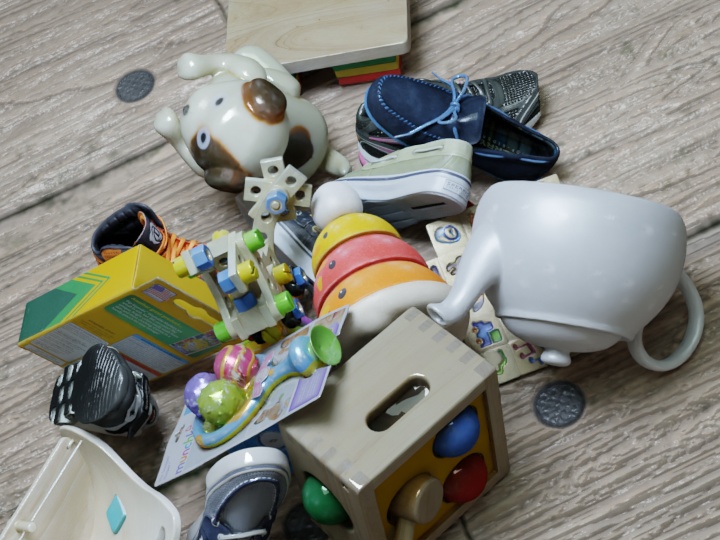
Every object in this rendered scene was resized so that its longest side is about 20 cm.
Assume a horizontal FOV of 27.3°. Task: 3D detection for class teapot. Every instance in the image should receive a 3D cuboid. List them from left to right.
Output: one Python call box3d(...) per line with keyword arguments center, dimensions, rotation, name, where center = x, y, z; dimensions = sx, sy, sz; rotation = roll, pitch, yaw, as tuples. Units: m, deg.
box3d(center=(0.185, 0.011, 1.278), dimensions=(0.199, 0.197, 0.147), rotation=(7, 86, 22), name="teapot")

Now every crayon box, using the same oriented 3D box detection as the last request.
box3d(center=(-0.204, 0.045, 1.376), dimensions=(0.200, 0.126, 0.052), rotation=(-23, 49, 36), name="crayon box")

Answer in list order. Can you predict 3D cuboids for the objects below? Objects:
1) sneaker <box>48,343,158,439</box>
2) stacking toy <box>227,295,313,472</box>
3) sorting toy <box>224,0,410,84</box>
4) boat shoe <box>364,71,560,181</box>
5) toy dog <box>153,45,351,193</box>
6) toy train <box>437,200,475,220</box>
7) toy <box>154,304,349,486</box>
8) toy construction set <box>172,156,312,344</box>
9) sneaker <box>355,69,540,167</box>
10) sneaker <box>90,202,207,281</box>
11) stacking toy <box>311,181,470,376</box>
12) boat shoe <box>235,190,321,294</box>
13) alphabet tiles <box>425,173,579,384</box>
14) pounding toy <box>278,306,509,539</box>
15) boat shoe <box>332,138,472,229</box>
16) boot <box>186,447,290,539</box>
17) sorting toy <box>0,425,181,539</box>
box3d(center=(-0.219, 0.115, 1.353), dimensions=(0.088, 0.200, 0.074), rotation=(17, 78, -20), name="sneaker")
box3d(center=(-0.074, 0.078, 1.380), dimensions=(0.116, 0.110, 0.200), rotation=(-26, 41, 27), name="stacking toy")
box3d(center=(-0.039, -0.285, 1.626), dimensions=(0.199, 0.070, 0.199), rotation=(-8, 55, 12), name="sorting toy")
box3d(center=(0.103, -0.147, 1.424), dimensions=(0.200, 0.069, 0.084), rotation=(15, 69, -23), name="boat shoe")
box3d(center=(-0.112, -0.131, 1.461), dimensions=(0.194, 0.200, 0.140), rotation=(39, 99, 5), name="toy dog")
box3d(center=(0.100, -0.053, 1.443), dimensions=(0.200, 0.046, 0.034), rotation=(32, 71, 31), name="toy train")
box3d(center=(-0.103, 0.094, 1.243), dimensions=(0.200, 0.047, 0.115), rotation=(-27, 28, 31), name="toy")
box3d(center=(-0.095, -0.010, 1.312), dimensions=(0.092, 0.131, 0.200), rotation=(-20, 25, 26), name="toy construction set")
box3d(center=(0.087, -0.159, 1.492), dimensions=(0.200, 0.086, 0.080), rotation=(-22, 56, 2), name="sneaker")
box3d(center=(-0.176, -0.009, 1.457), dimensions=(0.199, 0.112, 0.078), rotation=(2, 58, 16), name="sneaker")
box3d(center=(0.000, 0.000, 1.351), dimensions=(0.146, 0.146, 0.200), rotation=(-25, 54, 0), name="stacking toy")
box3d(center=(-0.033, -0.030, 1.459), dimensions=(0.091, 0.071, 0.200), rotation=(-40, 62, -12), name="boat shoe")
box3d(center=(0.150, 0.009, 1.375), dimensions=(0.200, 0.006, 0.167), rotation=(-21, 75, 3), name="alphabet tiles")
box3d(center=(0.033, 0.180, 1.242), dimensions=(0.200, 0.184, 0.142), rotation=(-39, 54, -21), name="pounding toy")
box3d(center=(0.040, -0.083, 1.424), dimensions=(0.200, 0.072, 0.062), rotation=(-3, 61, 51), name="boat shoe")
box3d(center=(-0.098, 0.229, 1.240), dimensions=(0.073, 0.200, 0.091), rotation=(-1, 56, -18), name="boot")
box3d(center=(-0.231, 0.250, 1.268), dimensions=(0.180, 0.107, 0.200), rotation=(1, 55, 49), name="sorting toy")
